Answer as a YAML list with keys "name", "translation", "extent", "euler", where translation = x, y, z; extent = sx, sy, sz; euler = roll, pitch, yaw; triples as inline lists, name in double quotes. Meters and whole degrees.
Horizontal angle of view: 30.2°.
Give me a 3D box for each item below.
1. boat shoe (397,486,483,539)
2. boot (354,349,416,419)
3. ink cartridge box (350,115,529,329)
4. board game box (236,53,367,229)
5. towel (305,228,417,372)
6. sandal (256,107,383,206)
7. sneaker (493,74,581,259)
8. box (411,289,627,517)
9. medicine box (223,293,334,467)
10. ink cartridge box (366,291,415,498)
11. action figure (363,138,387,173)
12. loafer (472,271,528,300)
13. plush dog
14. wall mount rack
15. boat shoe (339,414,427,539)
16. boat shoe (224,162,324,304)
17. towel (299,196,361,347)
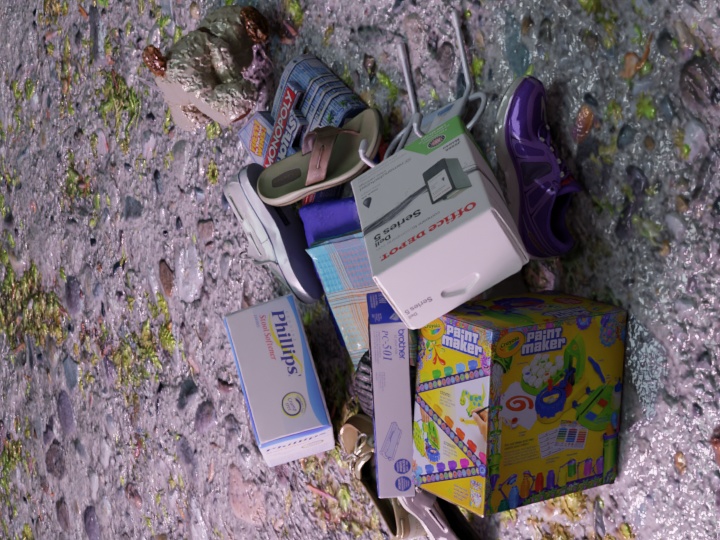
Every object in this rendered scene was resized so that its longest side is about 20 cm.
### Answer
- name: "boat shoe"
  translation: [0.095, 0.282, 1.602]
  extent: [0.056, 0.067, 0.201]
  euler: [-21, 114, 23]
- name: "boot"
  translation: [0.066, 0.120, 1.544]
  extent: [0.158, 0.079, 0.214]
  euler: [42, 133, 42]
- name: "ink cartridge box"
  translation: [0.079, -0.054, 1.408]
  extent: [0.144, 0.084, 0.201]
  euler: [-31, 32, 12]
- name: "board game box"
  translation: [-0.090, -0.186, 1.842]
  extent: [0.200, 0.061, 0.202]
  euler: [46, 130, 39]
- name: "towel"
  translation: [0.009, 0.048, 1.685]
  extent: [0.146, 0.022, 0.203]
  euler: [-13, 100, 53]
- name: "sandal"
  translation: [-0.055, -0.144, 1.706]
  extent: [0.199, 0.057, 0.081]
  euler: [-28, 52, 20]
- name: "sneaker"
  translation: [0.203, -0.114, 1.460]
  extent: [0.083, 0.080, 0.203]
  euler: [1, 105, 40]
- name: "box"
  translation: [0.169, 0.134, 1.417]
  extent: [0.121, 0.198, 0.196]
  euler: [16, 107, 52]
- name: "medicine box"
  translation: [-0.108, 0.154, 1.809]
  extent: [0.200, 0.101, 0.185]
  euler: [88, 166, -74]
- name: "ink cartridge box"
  translation: [0.033, 0.134, 1.448]
  extent: [0.094, 0.043, 0.203]
  euler: [-95, 2, -70]
- name: "action figure"
  translation: [0.030, -0.107, 1.704]
  extent: [0.202, 0.051, 0.066]
  euler: [64, 144, 28]
- name: "loafer"
  translation: [0.155, 0.031, 1.545]
  extent: [0.063, 0.071, 0.204]
  euler: [159, 109, -69]
- name: "plush dog"
  translation: [-0.213, -0.312, 1.919]
  extent: [0.161, 0.173, 0.199]
  euler: [46, 157, -24]
- name: "wall mount rack"
  translation: [0.076, -0.208, 1.606]
  extent: [0.199, 0.074, 0.176]
  euler: [-19, 42, 54]
- name: "boat shoe"
  translation: [0.023, 0.269, 1.750]
  extent: [0.201, 0.062, 0.074]
  euler: [55, 134, 34]
- name: "boat shoe"
  translation: [-0.126, -0.036, 1.792]
  extent: [0.086, 0.074, 0.204]
  euler: [-30, 91, 35]
- name: "towel"
  translation: [0.000, 0.000, 1.727]
  extent: [0.147, 0.049, 0.203]
  euler: [-4, 107, 51]
